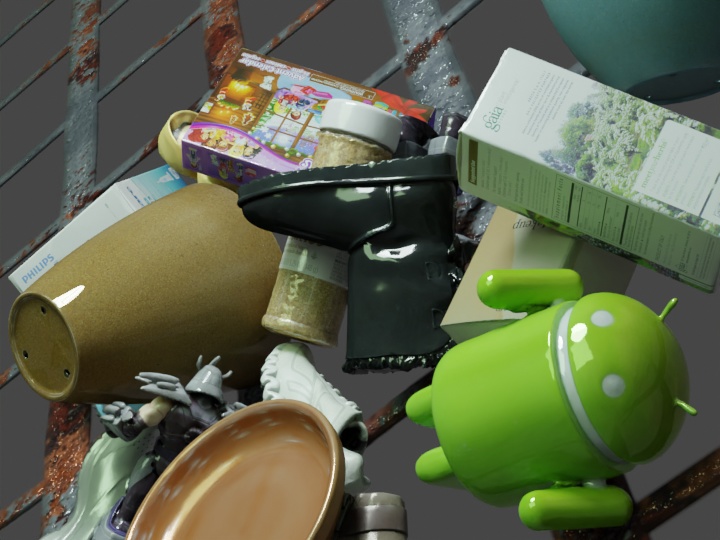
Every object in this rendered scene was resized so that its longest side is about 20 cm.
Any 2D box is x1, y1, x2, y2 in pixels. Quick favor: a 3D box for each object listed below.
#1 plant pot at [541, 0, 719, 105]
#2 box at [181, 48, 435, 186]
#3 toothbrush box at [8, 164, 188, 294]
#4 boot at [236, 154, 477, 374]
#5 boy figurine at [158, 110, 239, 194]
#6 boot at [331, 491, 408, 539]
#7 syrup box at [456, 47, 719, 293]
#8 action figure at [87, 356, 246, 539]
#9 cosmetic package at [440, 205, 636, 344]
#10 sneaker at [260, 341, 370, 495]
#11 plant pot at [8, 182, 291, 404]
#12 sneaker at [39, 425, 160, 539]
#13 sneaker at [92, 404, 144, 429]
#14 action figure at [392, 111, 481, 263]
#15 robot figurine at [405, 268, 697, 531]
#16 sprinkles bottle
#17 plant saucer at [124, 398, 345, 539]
[{"bbox_3d":[0.235,-0.204,1.257,0.199,0.199,0.136,-17,76,40],"label":"plant pot"},{"bbox_3d":[-0.046,-0.122,1.501,0.199,0.039,0.137,18,51,11],"label":"box"},{"bbox_3d":[-0.243,-0.022,1.640,0.146,0.085,0.200,-39,1,12],"label":"toothbrush box"},{"bbox_3d":[0.000,0.000,1.286,0.197,0.073,0.164,-6,85,17],"label":"boot"},{"bbox_3d":[-0.100,-0.092,1.540,0.199,0.065,0.124,28,53,19],"label":"boy figurine"},{"bbox_3d":[-0.054,0.222,1.170,0.199,0.070,0.147,0,63,29],"label":"boot"},{"bbox_3d":[0.171,-0.070,1.139,0.199,0.082,0.079,23,66,16],"label":"syrup box"},{"bbox_3d":[-0.157,0.160,1.327,0.201,0.129,0.069,-66,15,3],"label":"action figure"},{"bbox_3d":[0.150,-0.021,1.225,0.105,0.071,0.201,-8,47,47],"label":"cosmetic package"},{"bbox_3d":[-0.034,0.122,1.303,0.081,0.075,0.200,-20,33,7],"label":"sneaker"},{"bbox_3d":[-0.190,0.039,1.388,0.186,0.188,0.199,-12,6,45],"label":"plant pot"},{"bbox_3d":[-0.213,0.219,1.421,0.087,0.074,0.201,13,69,43],"label":"sneaker"},{"bbox_3d":[-0.189,0.070,1.546,0.095,0.079,0.201,-20,38,34],"label":"sneaker"},{"bbox_3d":[0.052,-0.034,1.377,0.130,0.069,0.201,-5,62,41],"label":"action figure"},{"bbox_3d":[0.127,0.086,1.078,0.199,0.115,0.177,-23,63,32],"label":"robot figurine"},{"bbox_3d":[-0.023,-0.039,1.368,0.068,0.068,0.201,8,80,55],"label":"sprinkles bottle"},{"bbox_3d":[-0.087,0.183,1.164,0.199,0.037,0.201,-29,34,22],"label":"plant saucer"}]
